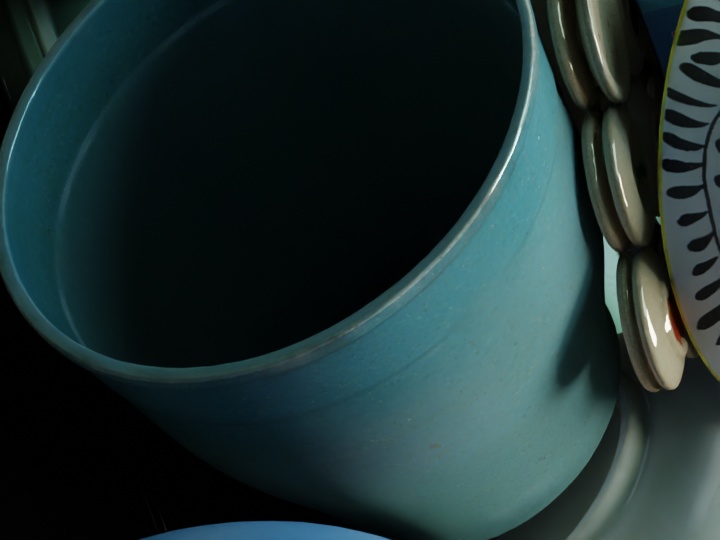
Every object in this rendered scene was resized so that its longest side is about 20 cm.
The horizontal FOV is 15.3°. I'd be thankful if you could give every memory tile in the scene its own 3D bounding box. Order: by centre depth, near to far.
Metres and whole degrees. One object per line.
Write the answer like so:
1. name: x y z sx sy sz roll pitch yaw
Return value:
1. memory tile: 0.109 -0.046 0.979 0.200 0.017 0.155 -33 110 -70

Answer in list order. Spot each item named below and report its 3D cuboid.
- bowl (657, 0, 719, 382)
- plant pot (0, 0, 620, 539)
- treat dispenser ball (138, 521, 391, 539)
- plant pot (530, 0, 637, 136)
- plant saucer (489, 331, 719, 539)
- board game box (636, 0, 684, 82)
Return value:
1. bowl: 0.196 -0.044 0.939 0.200 0.094 0.203 -13 107 -50
2. plant pot: 0.000 0.000 0.953 0.188 0.199 0.201 54 17 -48
3. treat dispenser ball: -0.021 0.158 0.597 0.201 0.200 0.201 53 19 -27
4. plant pot: 0.041 -0.100 1.106 0.178 0.199 0.200 57 34 -11
5. plant saucer: 0.081 0.092 1.027 0.050 0.200 0.201 38 26 -26
6. board game box: 0.139 -0.118 1.014 0.152 0.047 0.201 -80 152 -50
